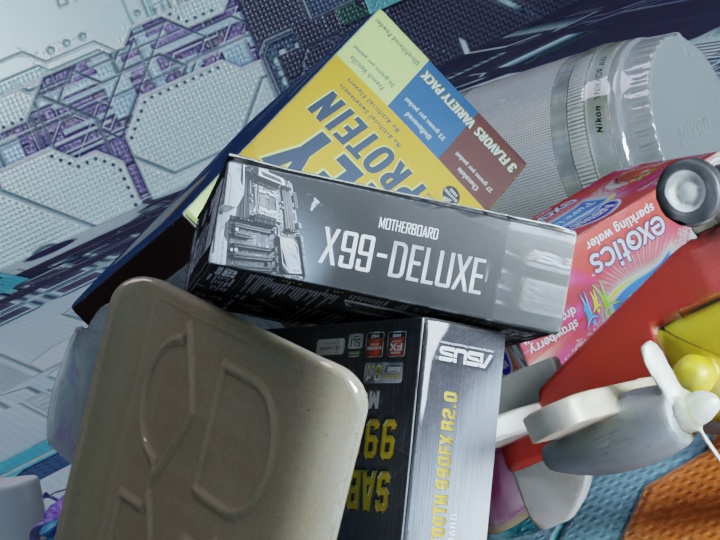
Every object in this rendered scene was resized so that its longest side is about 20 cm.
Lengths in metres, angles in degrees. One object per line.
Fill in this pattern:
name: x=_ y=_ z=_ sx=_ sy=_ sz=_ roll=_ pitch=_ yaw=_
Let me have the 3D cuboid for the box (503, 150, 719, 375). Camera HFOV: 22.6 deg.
box: x=0.145 y=0.012 z=1.111 sx=0.200 sy=0.100 sz=0.095 roll=-29 pitch=12 yaw=-30

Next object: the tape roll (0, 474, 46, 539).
tape roll: x=-0.283 y=0.174 z=1.072 sx=0.202 sy=0.071 sz=0.202 roll=-11 pitch=-3 yaw=-1

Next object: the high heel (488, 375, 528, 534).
high heel: x=0.107 y=0.056 z=0.985 sx=0.200 sy=0.096 sz=0.067 roll=-31 pitch=13 yaw=-35

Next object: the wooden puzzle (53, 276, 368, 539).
wooden puzzle: x=-0.070 y=0.112 z=0.842 sx=0.046 sy=0.186 sz=0.200 roll=10 pitch=6 yaw=-37

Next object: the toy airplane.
toy airplane: x=0.148 y=0.059 z=0.843 sx=0.200 sy=0.141 sz=0.199 roll=-33 pitch=-20 yaw=-21

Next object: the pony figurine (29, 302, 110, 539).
pony figurine: x=-0.115 y=0.116 z=1.019 sx=0.193 sy=0.166 sz=0.200 roll=-66 pitch=15 yaw=2

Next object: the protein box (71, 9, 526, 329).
protein box: x=-0.042 y=-0.021 z=1.125 sx=0.199 sy=0.135 sz=0.200 roll=-49 pitch=9 yaw=-31

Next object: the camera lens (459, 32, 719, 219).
camera lens: x=0.164 y=-0.079 z=1.348 sx=0.200 sy=0.160 sz=0.160 roll=-15 pitch=13 yaw=35

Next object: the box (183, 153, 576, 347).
box: x=0.000 y=0.000 z=0.862 sx=0.157 sy=0.050 sz=0.200 roll=11 pitch=-8 yaw=-7

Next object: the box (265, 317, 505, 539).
box: x=-0.018 y=0.106 z=0.845 sx=0.048 sy=0.159 sz=0.200 roll=12 pitch=-10 yaw=-33
